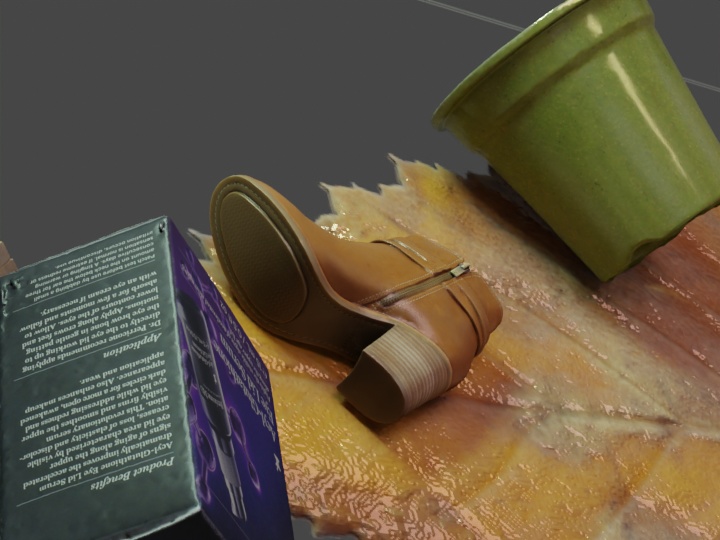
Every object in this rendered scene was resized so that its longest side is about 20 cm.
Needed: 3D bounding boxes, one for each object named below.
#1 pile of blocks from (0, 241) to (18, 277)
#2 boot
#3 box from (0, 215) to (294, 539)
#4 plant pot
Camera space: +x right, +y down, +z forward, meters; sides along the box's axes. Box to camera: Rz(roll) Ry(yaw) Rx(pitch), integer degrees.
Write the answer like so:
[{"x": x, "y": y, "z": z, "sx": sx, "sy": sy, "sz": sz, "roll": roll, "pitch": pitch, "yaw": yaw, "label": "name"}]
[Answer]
[{"x": -0.219, "y": 0.025, "z": 1.011, "sx": 0.200, "sy": 0.062, "sz": 0.082, "roll": 39, "pitch": 54, "yaw": -47, "label": "pile of blocks"}, {"x": 0.000, "y": 0.000, "z": 1.225, "sx": 0.200, "sy": 0.074, "sz": 0.155, "roll": 52, "pitch": 39, "yaw": 2, "label": "boot"}, {"x": -0.109, "y": 0.100, "z": 0.941, "sx": 0.148, "sy": 0.104, "sz": 0.200, "roll": 61, "pitch": 12, "yaw": -47, "label": "box"}, {"x": 0.188, "y": -0.100, "z": 1.406, "sx": 0.184, "sy": 0.200, "sz": 0.200, "roll": 54, "pitch": 39, "yaw": 6, "label": "plant pot"}]
